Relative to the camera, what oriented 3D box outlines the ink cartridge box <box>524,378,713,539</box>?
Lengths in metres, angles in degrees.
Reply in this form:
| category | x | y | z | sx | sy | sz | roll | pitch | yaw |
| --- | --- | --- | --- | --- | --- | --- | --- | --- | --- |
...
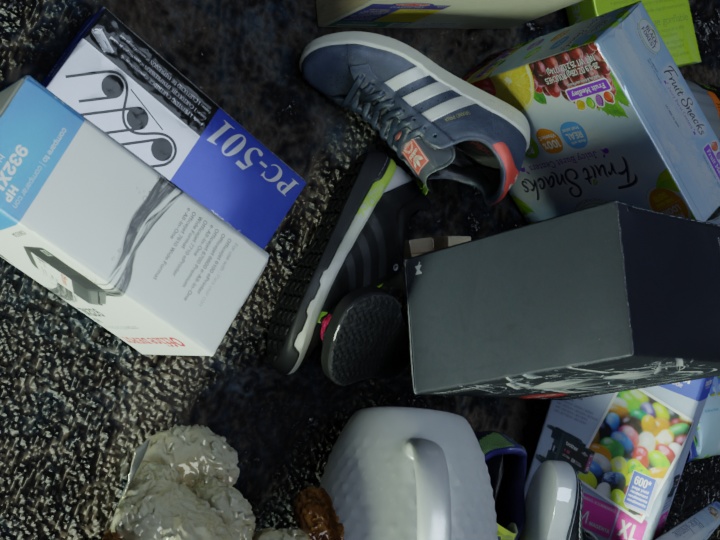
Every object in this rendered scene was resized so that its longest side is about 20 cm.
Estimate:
| category | x | y | z | sx | sy | sz | roll | pitch | yaw |
| --- | --- | --- | --- | --- | --- | --- | --- | --- | --- |
| ink cartridge box | 0.215 | 0.124 | 1.081 | 0.042 | 0.118 | 0.203 | 1 | 108 | -62 |

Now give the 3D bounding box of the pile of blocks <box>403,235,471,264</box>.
| category | x | y | z | sx | sy | sz | roll | pitch | yaw |
| --- | --- | --- | --- | --- | --- | --- | --- | --- | --- |
| pile of blocks | 0.110 | 0.042 | 1.091 | 0.199 | 0.062 | 0.083 | 38 | 70 | -22 |

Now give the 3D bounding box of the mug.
| category | x | y | z | sx | sy | sz | roll | pitch | yaw |
| --- | --- | --- | --- | --- | --- | --- | --- | --- | --- |
| mug | 0.036 | 0.191 | 0.964 | 0.145 | 0.200 | 0.178 | 6 | 75 | -6 |

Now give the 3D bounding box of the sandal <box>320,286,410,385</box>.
| category | x | y | z | sx | sy | sz | roll | pitch | yaw |
| --- | --- | --- | --- | --- | --- | --- | --- | --- | --- |
| sandal | 0.001 | 0.046 | 0.986 | 0.045 | 0.200 | 0.075 | 37 | 92 | 17 |

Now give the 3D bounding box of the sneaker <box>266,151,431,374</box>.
| category | x | y | z | sx | sy | sz | roll | pitch | yaw |
| --- | --- | --- | --- | --- | --- | --- | --- | --- | --- |
| sneaker | 0.000 | 0.000 | 1.020 | 0.082 | 0.072 | 0.202 | 32 | 72 | -16 |

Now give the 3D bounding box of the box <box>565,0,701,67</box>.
| category | x | y | z | sx | sy | sz | roll | pitch | yaw |
| --- | --- | --- | --- | --- | --- | --- | --- | --- | --- |
| box | 0.236 | -0.276 | 1.191 | 0.121 | 0.047 | 0.203 | -15 | 94 | -30 |

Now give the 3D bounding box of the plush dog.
| category | x | y | z | sx | sy | sz | roll | pitch | yaw |
| --- | --- | --- | --- | --- | --- | --- | --- | --- | --- |
| plush dog | -0.092 | 0.213 | 0.888 | 0.169 | 0.161 | 0.203 | 19 | 75 | -4 |

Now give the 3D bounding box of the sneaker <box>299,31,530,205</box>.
| category | x | y | z | sx | sy | sz | roll | pitch | yaw |
| --- | --- | --- | --- | --- | --- | --- | --- | --- | --- |
| sneaker | 0.040 | -0.115 | 1.027 | 0.197 | 0.075 | 0.085 | 22 | 57 | -8 |

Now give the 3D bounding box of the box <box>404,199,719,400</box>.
| category | x | y | z | sx | sy | sz | roll | pitch | yaw |
| --- | --- | --- | --- | --- | --- | --- | --- | --- | --- |
| box | 0.164 | 0.031 | 0.957 | 0.180 | 0.199 | 0.106 | 8 | 73 | -42 |

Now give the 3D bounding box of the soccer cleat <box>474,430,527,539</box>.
| category | x | y | z | sx | sy | sz | roll | pitch | yaw |
| --- | --- | --- | --- | --- | --- | --- | --- | --- | --- |
| soccer cleat | 0.092 | 0.230 | 1.056 | 0.064 | 0.083 | 0.203 | 16 | 80 | -28 |

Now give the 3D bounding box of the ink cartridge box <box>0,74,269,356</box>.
| category | x | y | z | sx | sy | sz | roll | pitch | yaw |
| --- | --- | --- | --- | --- | --- | --- | --- | --- | --- |
| ink cartridge box | -0.181 | -0.028 | 0.881 | 0.199 | 0.145 | 0.084 | 37 | 71 | -23 |

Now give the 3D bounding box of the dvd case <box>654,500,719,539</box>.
| category | x | y | z | sx | sy | sz | roll | pitch | yaw |
| --- | --- | --- | --- | --- | --- | --- | --- | --- | --- |
| dvd case | 0.228 | 0.264 | 1.075 | 0.199 | 0.018 | 0.144 | -5 | 131 | -58 |

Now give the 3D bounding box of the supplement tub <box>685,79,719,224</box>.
| category | x | y | z | sx | sy | sz | roll | pitch | yaw |
| --- | --- | --- | --- | --- | --- | --- | --- | --- | --- |
| supplement tub | 0.321 | -0.104 | 1.185 | 0.197 | 0.122 | 0.125 | 5 | 85 | -31 |

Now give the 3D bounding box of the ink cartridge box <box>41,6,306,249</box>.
| category | x | y | z | sx | sy | sz | roll | pitch | yaw |
| --- | --- | --- | --- | --- | --- | --- | --- | --- | --- |
| ink cartridge box | -0.142 | -0.088 | 0.964 | 0.199 | 0.044 | 0.095 | 40 | 71 | -22 |

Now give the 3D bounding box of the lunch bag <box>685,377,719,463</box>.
| category | x | y | z | sx | sy | sz | roll | pitch | yaw |
| --- | --- | --- | --- | --- | --- | --- | --- | --- | --- |
| lunch bag | 0.298 | 0.063 | 1.166 | 0.168 | 0.127 | 0.203 | -4 | 80 | -35 |

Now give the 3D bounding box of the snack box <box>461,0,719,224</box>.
| category | x | y | z | sx | sy | sz | roll | pitch | yaw |
| --- | --- | --- | --- | --- | --- | --- | --- | --- | --- |
| snack box | 0.185 | -0.110 | 1.064 | 0.068 | 0.199 | 0.170 | -40 | 107 | -25 |

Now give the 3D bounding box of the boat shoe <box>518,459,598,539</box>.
| category | x | y | z | sx | sy | sz | roll | pitch | yaw |
| --- | --- | --- | --- | --- | --- | --- | --- | --- | --- |
| boat shoe | 0.166 | 0.234 | 1.056 | 0.067 | 0.072 | 0.203 | 1 | 122 | -4 |

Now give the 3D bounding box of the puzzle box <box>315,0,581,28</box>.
| category | x | y | z | sx | sy | sz | roll | pitch | yaw |
| --- | --- | --- | --- | --- | --- | --- | --- | --- | --- |
| puzzle box | 0.079 | -0.221 | 1.049 | 0.197 | 0.132 | 0.026 | -6 | 90 | -30 |
